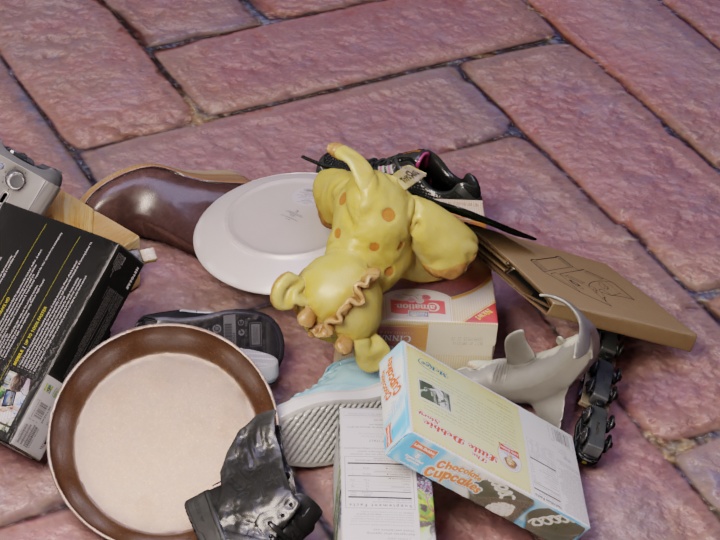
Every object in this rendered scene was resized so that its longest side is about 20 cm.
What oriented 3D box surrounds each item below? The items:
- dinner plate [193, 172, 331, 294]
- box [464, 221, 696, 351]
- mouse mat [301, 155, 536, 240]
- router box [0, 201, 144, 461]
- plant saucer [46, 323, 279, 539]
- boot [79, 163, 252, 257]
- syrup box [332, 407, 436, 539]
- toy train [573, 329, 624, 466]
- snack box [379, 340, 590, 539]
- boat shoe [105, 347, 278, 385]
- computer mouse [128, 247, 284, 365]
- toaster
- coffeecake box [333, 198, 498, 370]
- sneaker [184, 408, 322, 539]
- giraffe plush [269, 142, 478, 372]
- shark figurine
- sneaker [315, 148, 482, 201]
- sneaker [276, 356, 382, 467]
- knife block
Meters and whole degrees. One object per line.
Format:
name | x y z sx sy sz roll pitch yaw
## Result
dinner plate | -0.067 -0.046 1.722 0.199 0.024 0.200 -2 37 1
box | 0.211 0.017 1.691 0.200 0.021 0.163 15 18 -37
mouse mat | 0.057 -0.069 1.674 0.200 0.008 0.161 21 2 33
router box | -0.302 0.051 1.555 0.149 0.051 0.200 20 76 32
plant saucer | -0.168 0.145 1.501 0.199 0.035 0.201 -1 70 1
boot | -0.173 -0.043 1.774 0.199 0.073 0.166 -11 38 -25
syrup box | 0.019 0.210 1.461 0.081 0.079 0.200 2 38 -4
toy train | 0.224 0.110 1.642 0.034 0.046 0.200 23 39 -4
snack box | 0.106 0.151 1.500 0.200 0.037 0.116 30 31 -23
boat shoe | -0.172 0.112 1.581 0.199 0.071 0.072 -4 12 0
computer mouse | -0.176 0.046 1.628 0.199 0.141 0.046 -8 4 -11
toaster | -0.381 -0.072 1.705 0.113 0.129 0.200 31 -4 -30
coffeecake box | 0.050 0.014 1.724 0.153 0.073 0.200 2 38 -3
sneaker | -0.074 0.217 1.414 0.104 0.060 0.200 -27 55 -4
giraffe plush | 0.000 0.000 1.576 0.172 0.200 0.162 27 77 8
shark figurine | 0.177 0.098 1.580 0.128 0.214 0.090 12 64 -24
sneaker | 0.048 -0.097 1.858 0.199 0.087 0.080 19 38 19
sneaker | -0.019 0.121 1.590 0.199 0.074 0.082 -11 31 -32
knife block | -0.309 0.008 1.702 0.200 0.064 0.175 30 44 29
